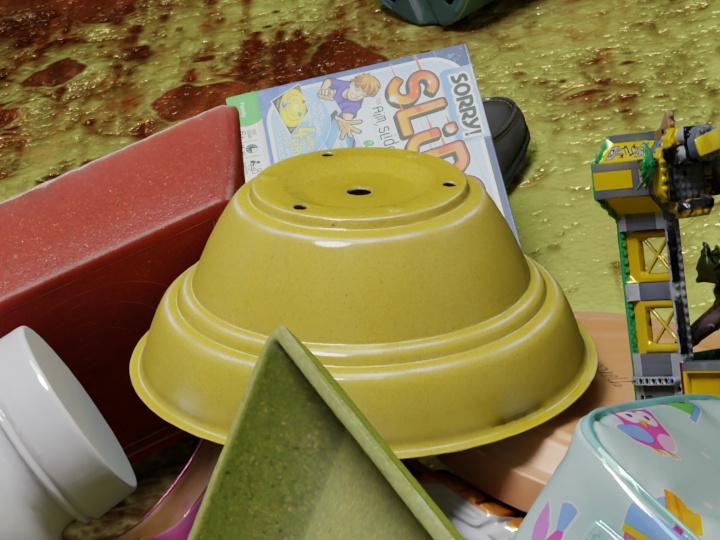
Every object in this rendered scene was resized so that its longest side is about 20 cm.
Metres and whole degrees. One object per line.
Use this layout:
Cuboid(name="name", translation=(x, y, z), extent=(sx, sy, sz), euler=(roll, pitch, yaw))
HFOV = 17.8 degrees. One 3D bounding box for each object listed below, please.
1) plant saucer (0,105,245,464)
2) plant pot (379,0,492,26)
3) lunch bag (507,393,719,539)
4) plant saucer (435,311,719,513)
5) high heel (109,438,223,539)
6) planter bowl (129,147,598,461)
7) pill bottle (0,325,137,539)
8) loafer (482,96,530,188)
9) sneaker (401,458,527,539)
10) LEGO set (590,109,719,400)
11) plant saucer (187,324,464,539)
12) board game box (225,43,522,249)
Cuboid(name="plant saucer", translation=(-0.130, 0.038, 1.059), extent=(0.200, 0.200, 0.037), euler=(-26, 54, -19))
Cuboid(name="plant pot", translation=(0.089, -0.282, 1.604), extent=(0.196, 0.200, 0.200), euler=(-37, 34, -27))
Cuboid(name="lunch bag", translation=(0.146, 0.123, 0.762), extent=(0.200, 0.077, 0.160), euler=(39, 24, 26))
Cuboid(name="plant saucer", translation=(0.123, 0.061, 0.990), extent=(0.200, 0.032, 0.200), euler=(7, 20, -3))
Cuboid(name="high heel", translation=(-0.081, 0.089, 1.017), extent=(0.200, 0.096, 0.067), euler=(-26, 9, -26))
Cuboid(name="planter bowl", translation=(0.000, 0.000, 0.966), extent=(0.200, 0.084, 0.200), euler=(-2, 22, 1))
Cuboid(name="pill bottle", translation=(-0.199, 0.113, 0.958), extent=(0.200, 0.112, 0.112), euler=(-35, 28, -1))
Cuboid(name="loafer", translation=(0.027, -0.060, 1.307), extent=(0.073, 0.072, 0.200), euler=(9, 33, 39))
Cuboid(name="sneaker", translation=(0.022, 0.126, 0.955), extent=(0.200, 0.092, 0.076), euler=(26, 5, 26))
Cuboid(name="LEGO set", translation=(0.197, -0.002, 0.923), extent=(0.200, 0.154, 0.116), euler=(4, -4, -38))
Cuboid(name="plant saucer", translation=(-0.016, 0.148, 0.826), extent=(0.048, 0.200, 0.200), euler=(14, 15, -25))
Cuboid(name="board game box", translation=(0.011, -0.021, 1.184), extent=(0.135, 0.034, 0.200), euler=(-13, 52, 0))
